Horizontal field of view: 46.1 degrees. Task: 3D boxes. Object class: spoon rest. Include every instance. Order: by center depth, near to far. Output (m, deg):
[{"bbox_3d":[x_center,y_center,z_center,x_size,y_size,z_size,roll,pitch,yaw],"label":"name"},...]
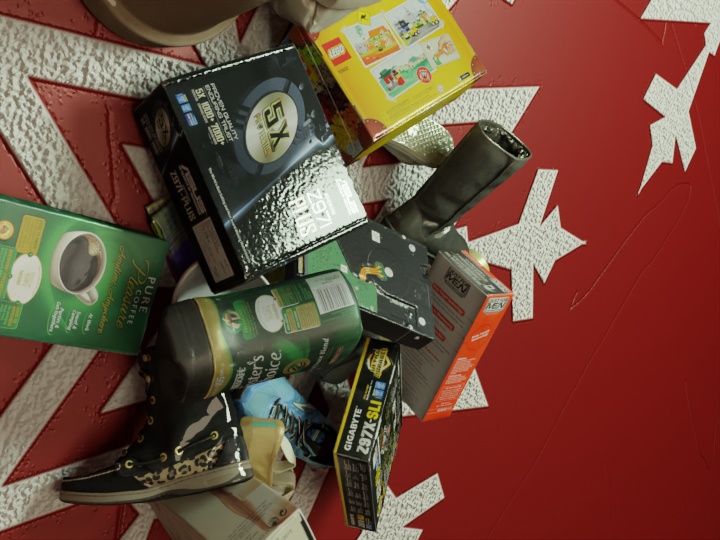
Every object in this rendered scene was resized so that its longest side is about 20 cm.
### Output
[{"bbox_3d":[-0.117,0.039,0.922,0.198,0.060,0.101,16,102,-45],"label":"spoon rest"}]

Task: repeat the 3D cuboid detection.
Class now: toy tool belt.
[{"bbox_3d":[-0.013,-0.341,0.873,0.200,0.124,0.124,-43,157,-35],"label":"toy tool belt"}]

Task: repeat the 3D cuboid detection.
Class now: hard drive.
[{"bbox_3d":[0.000,0.000,0.996,0.198,0.038,0.142,23,48,-32],"label":"hard drive"}]

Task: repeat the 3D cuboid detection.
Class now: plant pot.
[{"bbox_3d":[-0.143,-0.301,0.754,0.198,0.173,0.204,-14,111,-39],"label":"plant pot"}]

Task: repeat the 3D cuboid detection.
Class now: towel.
[{"bbox_3d":[-0.143,-0.018,0.942,0.143,0.023,0.203,-39,126,-29],"label":"towel"}]

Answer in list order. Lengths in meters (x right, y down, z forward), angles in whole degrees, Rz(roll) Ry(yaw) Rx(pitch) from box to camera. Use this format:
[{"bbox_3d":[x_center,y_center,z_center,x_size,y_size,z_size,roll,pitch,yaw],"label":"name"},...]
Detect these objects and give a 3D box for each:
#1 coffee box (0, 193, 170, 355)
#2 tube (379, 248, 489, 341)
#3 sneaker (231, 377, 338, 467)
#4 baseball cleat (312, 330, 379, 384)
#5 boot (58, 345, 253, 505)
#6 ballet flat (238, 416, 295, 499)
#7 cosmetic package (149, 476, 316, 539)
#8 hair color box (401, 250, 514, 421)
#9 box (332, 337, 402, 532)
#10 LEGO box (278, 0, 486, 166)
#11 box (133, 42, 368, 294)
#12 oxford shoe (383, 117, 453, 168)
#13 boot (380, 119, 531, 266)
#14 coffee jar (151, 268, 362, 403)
[{"bbox_3d":[-0.285,0.006,0.796,0.198,0.044,0.125,13,93,-45],"label":"coffee box"},{"bbox_3d":[0.099,0.047,1.180,0.199,0.052,0.058,-38,98,-24],"label":"tube"},{"bbox_3d":[-0.077,0.180,1.016,0.200,0.089,0.079,41,74,-43],"label":"sneaker"},{"bbox_3d":[0.001,0.046,1.067,0.202,0.069,0.107,-58,135,-16],"label":"baseball cleat"},{"bbox_3d":[-0.214,0.158,0.874,0.073,0.196,0.154,64,17,-78],"label":"boot"},{"bbox_3d":[-0.103,0.240,0.984,0.062,0.069,0.202,-7,139,-3],"label":"ballet flat"},{"bbox_3d":[-0.138,0.274,0.909,0.087,0.198,0.105,-40,128,-28],"label":"cosmetic package"},{"bbox_3d":[0.109,0.085,1.106,0.061,0.102,0.202,-2,126,-42],"label":"hair color box"},{"bbox_3d":[0.014,0.206,1.053,0.202,0.048,0.162,85,20,-52],"label":"box"},{"bbox_3d":[0.025,-0.233,0.959,0.199,0.077,0.150,-34,91,-32],"label":"LEGO box"},{"bbox_3d":[-0.108,-0.103,0.856,0.162,0.086,0.203,-26,95,-36],"label":"box"},{"bbox_3d":[0.030,-0.188,1.040,0.198,0.057,0.076,32,78,-29],"label":"oxford shoe"},{"bbox_3d":[0.139,-0.093,1.088,0.180,0.073,0.200,14,127,-48],"label":"boot"},{"bbox_3d":[-0.103,0.064,0.832,0.197,0.105,0.087,-12,67,-26],"label":"coffee jar"}]
